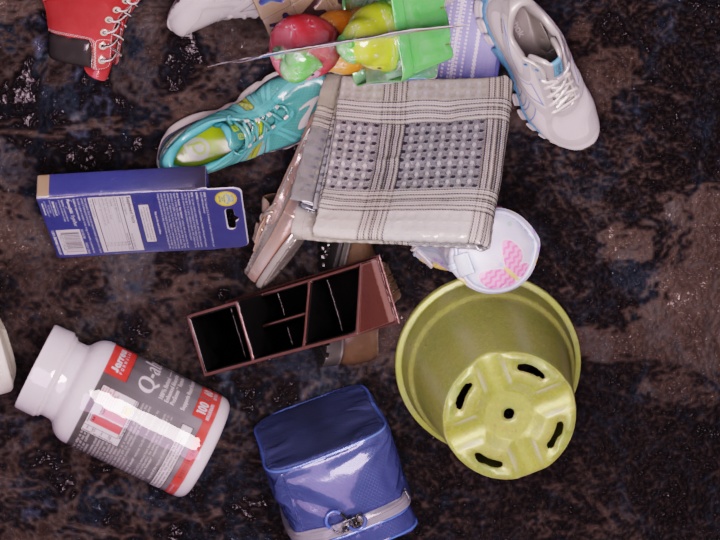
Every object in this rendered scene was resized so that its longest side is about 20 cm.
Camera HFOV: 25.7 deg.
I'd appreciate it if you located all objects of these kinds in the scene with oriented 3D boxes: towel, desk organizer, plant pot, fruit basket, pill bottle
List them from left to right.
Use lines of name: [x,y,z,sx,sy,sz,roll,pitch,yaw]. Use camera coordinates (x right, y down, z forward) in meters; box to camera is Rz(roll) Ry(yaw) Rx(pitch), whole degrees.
pill bottle: [-0.246,0.142,1.630,0.200,0.116,0.116,27,101,-8]
desk organizer: [-0.070,0.048,1.583,0.200,0.077,0.072,-17,90,32]
fruit basket: [-0.023,-0.202,1.459,0.200,0.185,0.094,-18,100,-19]
towel: [0.037,-0.109,1.495,0.200,0.035,0.193,3,63,17]
towel: [0.052,-0.266,1.596,0.200,0.024,0.145,7,104,-2]
plant pot: [0.140,0.121,1.604,0.200,0.184,0.201,0,104,-2]

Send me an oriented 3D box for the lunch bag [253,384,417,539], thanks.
lunch bag: [-0.021,0.218,1.613,0.136,0.200,0.132,-20,106,-3]

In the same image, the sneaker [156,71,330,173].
sneaker: [-0.111,-0.141,1.587,0.200,0.080,0.078,-27,103,3]

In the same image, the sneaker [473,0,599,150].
sneaker: [0.184,-0.196,1.571,0.075,0.087,0.200,-38,114,-3]

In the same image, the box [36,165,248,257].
box: [-0.215,-0.059,1.589,0.200,0.121,0.032,-2,61,-1]

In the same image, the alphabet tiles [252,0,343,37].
alphabet tiles: [-0.016,-0.303,1.526,0.200,0.006,0.167,-30,121,-10]

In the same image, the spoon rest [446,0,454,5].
spoon rest: [0.120,-0.318,1.547,0.200,0.061,0.099,-41,80,-17]

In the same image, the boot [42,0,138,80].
boot: [-0.223,-0.261,1.542,0.200,0.072,0.144,-1,106,23]

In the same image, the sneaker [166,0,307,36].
sneaker: [-0.096,-0.273,1.554,0.200,0.078,0.099,-29,106,14]

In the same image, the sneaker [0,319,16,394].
sneaker: [-0.416,0.039,1.620,0.084,0.075,0.200,-11,104,-4]

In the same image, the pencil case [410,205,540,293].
pencil case: [0.109,-0.029,1.562,0.091,0.200,0.083,-6,98,-11]

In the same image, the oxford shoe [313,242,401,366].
oxford shoe: [0.000,0.000,1.637,0.084,0.073,0.200,0,107,-17]

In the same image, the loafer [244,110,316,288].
loafer: [-0.067,-0.074,1.607,0.063,0.072,0.200,37,113,4]
